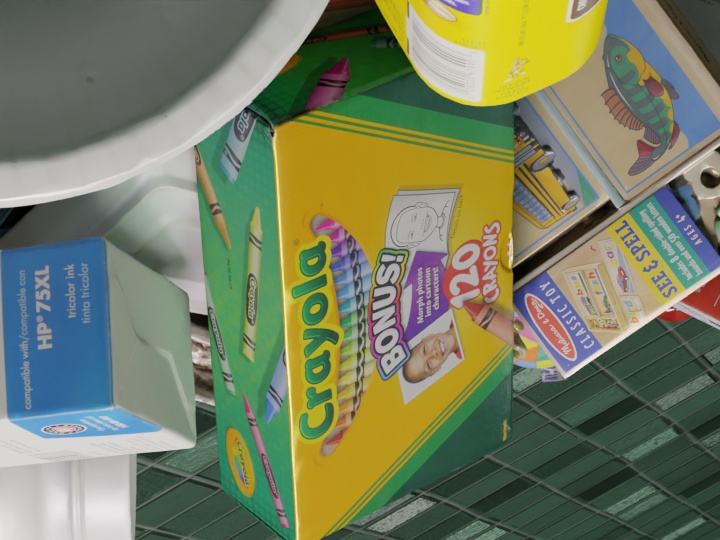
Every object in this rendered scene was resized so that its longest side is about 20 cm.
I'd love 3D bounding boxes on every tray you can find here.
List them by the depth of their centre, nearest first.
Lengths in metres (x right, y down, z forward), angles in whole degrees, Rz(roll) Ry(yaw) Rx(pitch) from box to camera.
[{"bbox_3d":[-0.052,-0.010,0.940,0.107,0.022,0.200,-41,148,28],"label":"tray"}]

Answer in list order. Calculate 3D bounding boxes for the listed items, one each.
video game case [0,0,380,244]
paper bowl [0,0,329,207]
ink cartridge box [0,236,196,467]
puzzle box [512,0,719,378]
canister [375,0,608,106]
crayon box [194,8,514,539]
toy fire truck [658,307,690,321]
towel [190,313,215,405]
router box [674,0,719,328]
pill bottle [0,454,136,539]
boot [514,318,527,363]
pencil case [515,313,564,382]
[{"bbox_3d":[-0.078,-0.064,0.888,0.200,0.017,0.143,-16,158,-45],"label":"video game case"},{"bbox_3d":[-0.100,-0.122,0.592,0.200,0.201,0.104,-26,-167,-4],"label":"paper bowl"},{"bbox_3d":[-0.175,0.041,0.870,0.199,0.067,0.116,-7,168,10],"label":"ink cartridge box"},{"bbox_3d":[0.081,-0.070,0.949,0.133,0.200,0.025,-37,180,24],"label":"puzzle box"},{"bbox_3d":[0.034,-0.156,0.743,0.086,0.149,0.200,-24,163,-7],"label":"canister"},{"bbox_3d":[0.000,0.000,0.906,0.119,0.058,0.200,-24,128,-31],"label":"crayon box"},{"bbox_3d":[0.197,-0.085,1.101,0.200,0.168,0.112,-27,161,1],"label":"toy fire truck"},{"bbox_3d":[-0.070,0.038,1.032,0.200,0.035,0.133,22,-177,-19],"label":"towel"},{"bbox_3d":[0.190,-0.060,0.993,0.180,0.200,0.049,-63,157,-1],"label":"router box"},{"bbox_3d":[-0.201,0.086,1.001,0.199,0.112,0.112,-1,157,-4],"label":"pill bottle"},{"bbox_3d":[0.028,-0.024,1.052,0.073,0.156,0.200,-19,158,-22],"label":"boot"},{"bbox_3d":[0.104,-0.003,1.323,0.088,0.089,0.200,-25,159,-7],"label":"pencil case"}]
